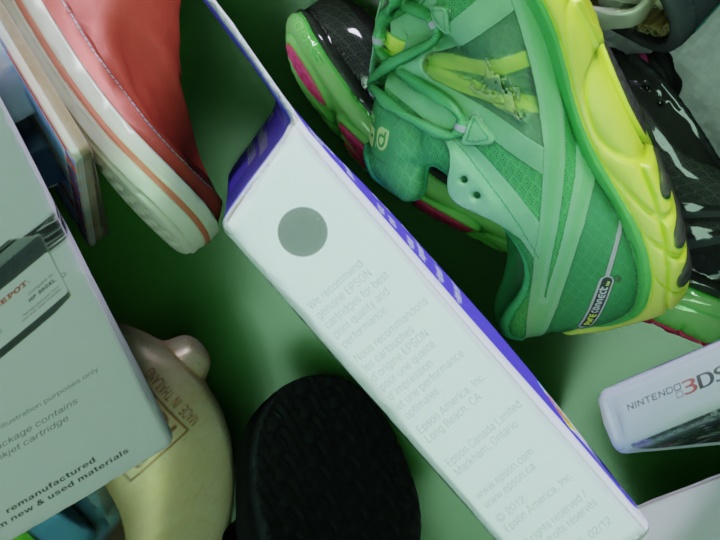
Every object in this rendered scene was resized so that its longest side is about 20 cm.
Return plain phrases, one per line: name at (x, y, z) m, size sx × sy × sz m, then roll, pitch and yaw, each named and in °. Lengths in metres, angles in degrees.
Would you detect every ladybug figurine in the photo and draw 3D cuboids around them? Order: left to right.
ladybug figurine at (-0.123, 0.092, 0.894) m, size 0.200 × 0.072 × 0.136 m, roll -40°, pitch 95°, yaw 13°

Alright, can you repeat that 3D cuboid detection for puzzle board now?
puzzle board at (-0.138, -0.103, 0.793) m, size 0.017 × 0.151 × 0.200 m, roll -32°, pitch 85°, yaw -7°

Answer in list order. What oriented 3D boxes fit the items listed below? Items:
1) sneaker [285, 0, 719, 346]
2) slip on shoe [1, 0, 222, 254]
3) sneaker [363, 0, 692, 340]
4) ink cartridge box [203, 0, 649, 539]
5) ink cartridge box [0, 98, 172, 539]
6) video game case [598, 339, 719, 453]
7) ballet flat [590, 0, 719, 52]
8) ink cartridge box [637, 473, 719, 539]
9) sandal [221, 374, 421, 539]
sneaker at (0.067, -0.043, 0.854) m, size 0.200 × 0.077 × 0.084 m, roll 26°, pitch 89°, yaw -6°
slip on shoe at (-0.083, -0.095, 0.816) m, size 0.061 × 0.074 × 0.200 m, roll -25°, pitch 63°, yaw 3°
sneaker at (0.032, -0.062, 0.767) m, size 0.084 × 0.074 × 0.200 m, roll -25°, pitch 107°, yaw 7°
ink cartridge box at (0.000, 0.000, 0.798) m, size 0.043 × 0.198 × 0.200 m, roll -39°, pitch 96°, yaw 1°
ink cartridge box at (-0.148, -0.028, 0.770) m, size 0.084 × 0.145 × 0.200 m, roll -31°, pitch 141°, yaw -10°
video game case at (0.195, 0.012, 0.761) m, size 0.182 × 0.200 × 0.023 m, roll -26°, pitch 75°, yaw 32°
ballet flat at (0.025, -0.118, 0.824) m, size 0.200 × 0.073 × 0.073 m, roll 19°, pitch 104°, yaw 5°
ink cartridge box at (0.178, 0.168, 0.813) m, size 0.145 × 0.147 × 0.200 m, roll -21°, pitch 121°, yaw 12°
sandal at (-0.023, 0.117, 0.839) m, size 0.075 × 0.200 × 0.048 m, roll 36°, pitch 129°, yaw -29°
